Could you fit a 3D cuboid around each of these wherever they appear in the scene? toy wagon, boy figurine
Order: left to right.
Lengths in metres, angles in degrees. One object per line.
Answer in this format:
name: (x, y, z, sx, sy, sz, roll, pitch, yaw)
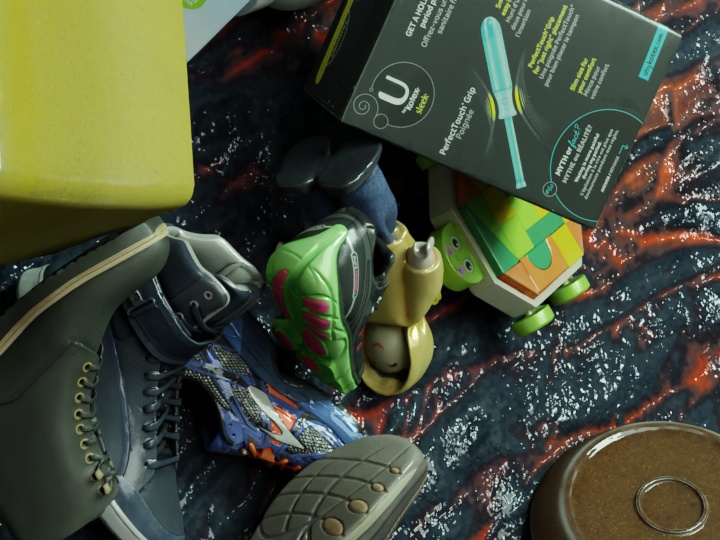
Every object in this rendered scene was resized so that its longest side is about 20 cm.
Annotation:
boy figurine: (0.000, 0.000, 1.488, 0.065, 0.124, 0.201, -58, 142, -42)
toy wagon: (0.099, -0.029, 1.593, 0.156, 0.039, 0.200, 60, 34, -4)

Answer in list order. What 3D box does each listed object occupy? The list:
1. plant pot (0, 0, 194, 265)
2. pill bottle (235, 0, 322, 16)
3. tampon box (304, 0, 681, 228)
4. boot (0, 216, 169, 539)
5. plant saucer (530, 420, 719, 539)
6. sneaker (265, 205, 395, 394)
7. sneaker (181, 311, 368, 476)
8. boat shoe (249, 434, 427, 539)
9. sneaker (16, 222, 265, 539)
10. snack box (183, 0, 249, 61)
plant pot: (-0.204, -0.099, 1.213, 0.176, 0.199, 0.201, 13, 67, -48)
pill bottle: (-0.030, -0.252, 1.545, 0.200, 0.112, 0.113, -30, 94, -39)
tampon box: (0.088, -0.144, 1.488, 0.199, 0.126, 0.150, 22, 99, -18)
boot: (-0.162, 0.072, 1.292, 0.138, 0.200, 0.077, 52, 16, -2)
plant saucer: (0.223, 0.178, 1.563, 0.199, 0.035, 0.201, 1, 44, -1)
sneaker: (-0.011, 0.020, 1.397, 0.077, 0.200, 0.084, 42, 75, 12)
sneaker: (-0.068, 0.101, 1.434, 0.200, 0.075, 0.078, 45, 66, -10)
boat shoe: (-0.030, 0.190, 1.399, 0.200, 0.074, 0.073, -44, 132, -6)
sneaker: (-0.115, 0.070, 1.344, 0.203, 0.146, 0.077, 68, 17, 1)
snack box: (-0.130, -0.224, 1.417, 0.142, 0.200, 0.053, 43, 11, -19)
